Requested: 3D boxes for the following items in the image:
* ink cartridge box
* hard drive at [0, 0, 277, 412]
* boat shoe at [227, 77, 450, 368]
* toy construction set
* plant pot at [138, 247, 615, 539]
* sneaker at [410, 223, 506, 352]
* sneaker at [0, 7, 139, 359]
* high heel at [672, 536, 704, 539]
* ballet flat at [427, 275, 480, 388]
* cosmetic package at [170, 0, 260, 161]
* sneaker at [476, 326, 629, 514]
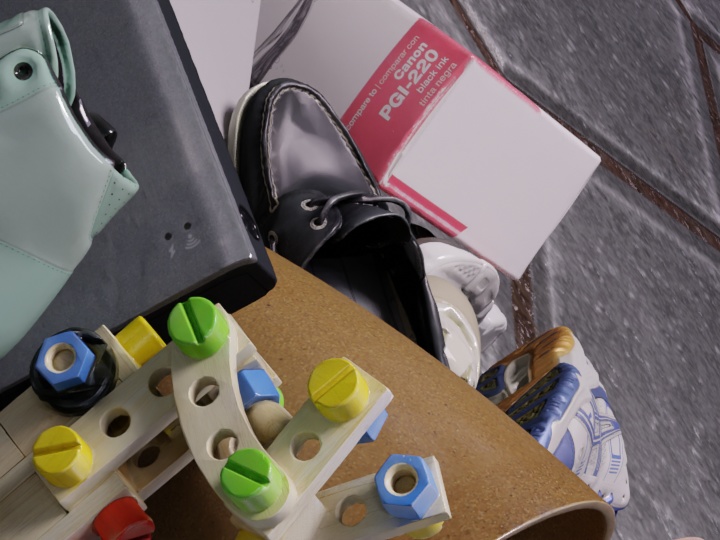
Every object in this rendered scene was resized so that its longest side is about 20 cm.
[{"bbox_3d":[0.009,-0.098,1.279,0.200,0.085,0.146,38,3,38],"label":"ink cartridge box"},{"bbox_3d":[-0.125,-0.049,0.910,0.033,0.139,0.201,44,21,-59],"label":"hard drive"},{"bbox_3d":[-0.002,0.000,1.025,0.074,0.066,0.200,2,65,-31],"label":"boat shoe"},{"bbox_3d":[-0.082,0.086,0.793,0.131,0.200,0.092,47,-20,30],"label":"toy construction set"},{"bbox_3d":[-0.037,0.077,0.921,0.200,0.186,0.186,50,16,20],"label":"plant pot"},{"bbox_3d":[0.021,0.010,1.268,0.082,0.077,0.200,48,-4,13],"label":"sneaker"},{"bbox_3d":[-0.167,-0.068,0.842,0.200,0.118,0.074,46,3,-3],"label":"sneaker"},{"bbox_3d":[0.067,0.167,1.135,0.199,0.096,0.068,-4,71,-25],"label":"high heel"},{"bbox_3d":[0.016,0.061,1.090,0.070,0.069,0.200,53,46,-14],"label":"ballet flat"},{"bbox_3d":[-0.110,-0.117,1.133,0.108,0.085,0.200,50,22,-23],"label":"cosmetic package"},{"bbox_3d":[0.094,0.091,1.131,0.088,0.075,0.200,57,19,-6],"label":"sneaker"}]
